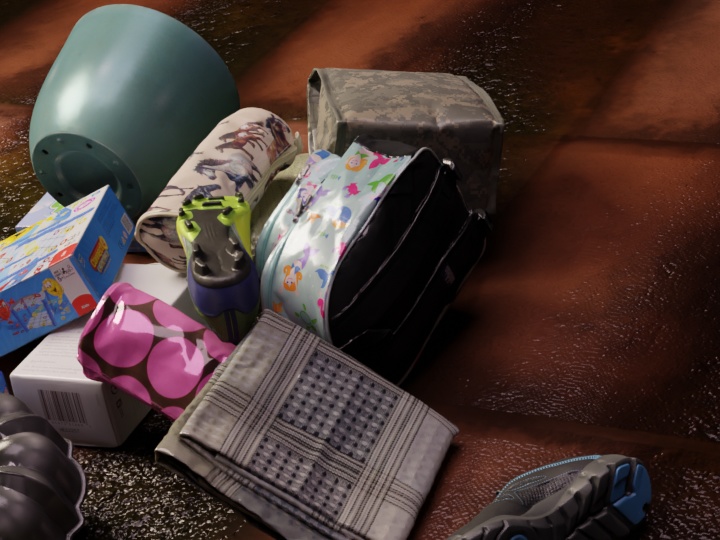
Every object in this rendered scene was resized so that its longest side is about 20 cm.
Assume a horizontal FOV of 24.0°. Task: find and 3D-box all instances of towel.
[{"bbox_3d":[-0.034,0.130,1.293,0.193,0.035,0.200,33,41,1],"label":"towel"},{"bbox_3d":[-0.096,-0.062,1.670,0.148,0.036,0.200,-14,29,-1],"label":"towel"}]

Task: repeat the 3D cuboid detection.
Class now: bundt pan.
[{"bbox_3d":[-0.318,0.171,1.310,0.202,0.076,0.202,-5,51,6],"label":"bundt pan"}]

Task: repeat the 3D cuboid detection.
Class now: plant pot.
[{"bbox_3d":[-0.246,-0.144,1.739,0.201,0.201,0.161,4,46,25],"label":"plant pot"}]

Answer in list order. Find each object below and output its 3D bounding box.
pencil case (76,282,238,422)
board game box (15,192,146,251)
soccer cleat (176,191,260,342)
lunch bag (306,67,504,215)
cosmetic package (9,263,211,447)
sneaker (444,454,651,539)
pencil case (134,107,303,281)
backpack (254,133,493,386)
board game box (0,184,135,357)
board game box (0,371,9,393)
[{"bbox_3d":[-0.138,0.092,1.384,0.200,0.091,0.094,28,76,18],"label":"pencil case"},{"bbox_3d":[-0.266,-0.083,1.859,0.151,0.037,0.200,0,32,19],"label":"board game box"},{"bbox_3d":[-0.119,-0.006,1.430,0.065,0.084,0.200,-8,25,-3],"label":"soccer cleat"},{"bbox_3d":[0.037,-0.135,1.645,0.164,0.118,0.200,0,28,-9],"label":"lunch bag"},{"bbox_3d":[-0.218,0.072,1.529,0.102,0.074,0.200,4,30,25],"label":"cosmetic package"},{"bbox_3d":[0.116,0.192,1.214,0.200,0.073,0.082,-22,14,-30],"label":"sneaker"},{"bbox_3d":[-0.128,-0.077,1.594,0.089,0.078,0.200,19,43,14],"label":"pencil case"},{"bbox_3d":[0.000,0.000,1.458,0.151,0.178,0.200,10,61,34],"label":"backpack"},{"bbox_3d":[-0.322,0.015,1.596,0.196,0.056,0.200,-26,18,11],"label":"board game box"},{"bbox_3d":[-0.385,0.168,1.442,0.152,0.045,0.200,-11,30,1],"label":"board game box"}]
